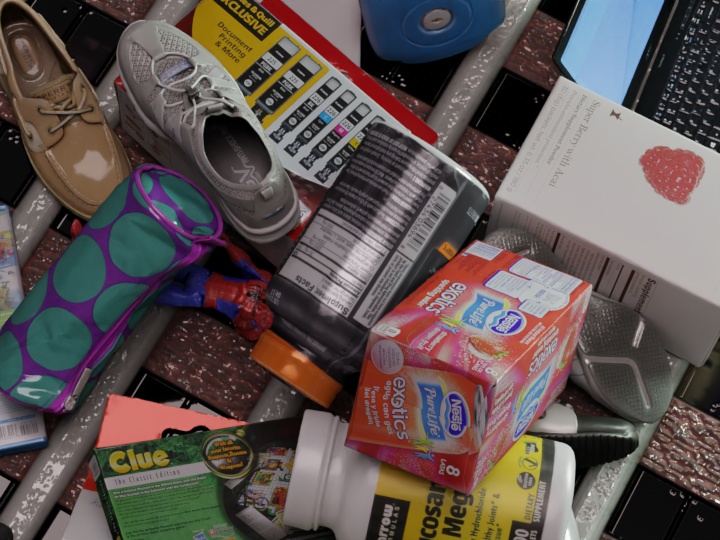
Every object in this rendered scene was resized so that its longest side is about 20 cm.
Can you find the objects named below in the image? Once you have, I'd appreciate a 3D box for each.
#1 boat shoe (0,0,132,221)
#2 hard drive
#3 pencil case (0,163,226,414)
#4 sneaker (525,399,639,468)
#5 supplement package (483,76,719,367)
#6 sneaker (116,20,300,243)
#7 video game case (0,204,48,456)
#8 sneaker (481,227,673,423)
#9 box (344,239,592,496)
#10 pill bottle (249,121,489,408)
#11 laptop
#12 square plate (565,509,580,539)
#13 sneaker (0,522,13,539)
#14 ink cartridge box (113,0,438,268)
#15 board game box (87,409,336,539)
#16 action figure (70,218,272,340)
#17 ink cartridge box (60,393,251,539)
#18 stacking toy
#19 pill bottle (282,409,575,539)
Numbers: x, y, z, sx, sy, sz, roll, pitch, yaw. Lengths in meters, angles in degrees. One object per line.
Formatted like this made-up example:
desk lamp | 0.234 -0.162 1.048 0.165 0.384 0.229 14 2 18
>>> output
boat shoe | -0.244 -0.127 1.705 0.071 0.065 0.201 -29 72 -14
hard drive | -0.066 -0.135 1.738 0.131 0.026 0.202 2 68 -2
pencil case | -0.189 0.017 1.583 0.200 0.085 0.093 -50 58 19
sneaker | 0.114 0.100 1.623 0.198 0.074 0.089 5 64 3
supplement package | 0.211 -0.037 1.660 0.199 0.120 0.122 26 68 8
sneaker | -0.109 -0.117 1.579 0.075 0.082 0.200 -37 73 -13
video game case | -0.327 0.054 1.653 0.142 0.018 0.201 -10 69 -6
sneaker | 0.160 0.044 1.655 0.200 0.080 0.071 42 70 -8
box | 0.079 0.065 1.510 0.099 0.096 0.200 21 27 18
pill bottle | 0.000 0.000 1.566 0.106 0.106 0.201 33 87 11
laptop | 0.271 -0.183 1.732 0.199 0.103 0.178 22 69 6
square plate | 0.085 0.278 1.575 0.198 0.028 0.199 -11 69 -8
sneaker | -0.330 0.148 1.579 0.084 0.074 0.201 -31 94 -25
ink cartridge box | -0.062 -0.125 1.674 0.200 0.084 0.176 41 71 14
board game box | -0.093 0.165 1.574 0.199 0.023 0.105 -7 63 -28
action figure | -0.133 0.003 1.643 0.198 0.099 0.066 15 69 1
ink cartridge box | -0.137 0.195 1.588 0.159 0.047 0.201 12 69 2
stacking toy | 0.041 -0.281 1.773 0.115 0.110 0.201 -17 57 3
pill bottle | 0.049 0.162 1.543 0.198 0.113 0.113 11 67 1
